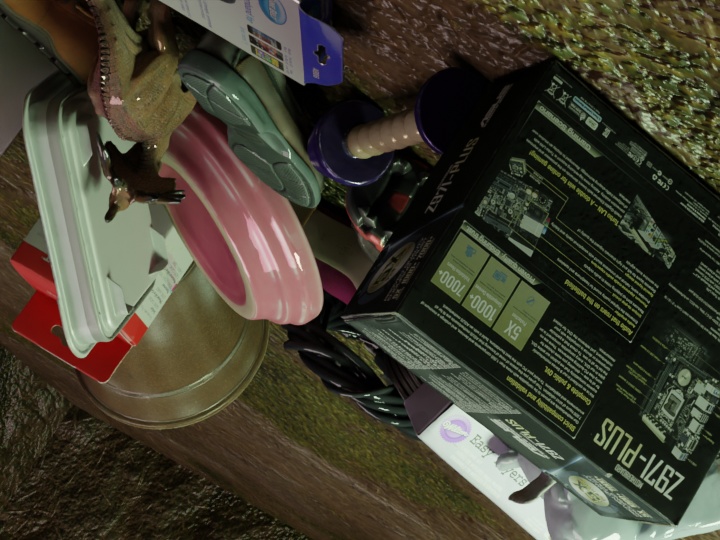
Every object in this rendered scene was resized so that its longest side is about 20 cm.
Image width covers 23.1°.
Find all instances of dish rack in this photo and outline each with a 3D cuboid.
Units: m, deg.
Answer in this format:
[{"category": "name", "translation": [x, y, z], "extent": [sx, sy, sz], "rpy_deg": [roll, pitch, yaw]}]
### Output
[{"category": "dish rack", "translation": [-0.192, -0.052, 1.314], "extent": [0.043, 0.202, 0.172], "rpy_deg": [-6, -162, 13]}]

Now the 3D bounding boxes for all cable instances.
[{"category": "cable", "translation": [0.004, 0.083, 1.464], "extent": [0.163, 0.051, 0.200], "rpy_deg": [45, -169, -10]}]

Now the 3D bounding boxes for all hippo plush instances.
[{"category": "hippo plush", "translation": [0.186, 0.138, 1.275], "extent": [0.157, 0.202, 0.161], "rpy_deg": [3, -172, -5]}]

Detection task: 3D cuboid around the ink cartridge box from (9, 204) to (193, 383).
[{"category": "ink cartridge box", "translation": [-0.214, -0.019, 1.506], "extent": [0.115, 0.201, 0.067], "rpy_deg": [27, 165, 22]}]

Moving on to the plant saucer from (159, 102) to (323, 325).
[{"category": "plant saucer", "translation": [-0.103, -0.040, 1.350], "extent": [0.201, 0.051, 0.201], "rpy_deg": [51, 162, 24]}]

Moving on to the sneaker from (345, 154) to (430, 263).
[{"category": "sneaker", "translation": [0.073, -0.001, 1.200], "extent": [0.200, 0.071, 0.098], "rpy_deg": [36, 166, 0]}]

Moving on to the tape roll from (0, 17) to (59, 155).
[{"category": "tape roll", "translation": [-0.332, -0.145, 1.350], "extent": [0.139, 0.204, 0.202], "rpy_deg": [37, 166, -18]}]

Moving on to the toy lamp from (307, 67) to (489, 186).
[{"category": "toy lamp", "translation": [0.018, -0.085, 1.075], "extent": [0.058, 0.059, 0.200], "rpy_deg": [37, 163, -17]}]

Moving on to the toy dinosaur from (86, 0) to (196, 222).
[{"category": "toy dinosaur", "translation": [-0.150, -0.114, 1.179], "extent": [0.085, 0.136, 0.200], "rpy_deg": [25, 163, 29]}]

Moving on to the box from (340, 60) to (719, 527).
[{"category": "box", "translation": [0.119, 0.015, 0.955], "extent": [0.199, 0.165, 0.086], "rpy_deg": [36, 165, -15]}]

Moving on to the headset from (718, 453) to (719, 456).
[{"category": "headset", "translation": [0.254, 0.102, 1.090], "extent": [0.123, 0.094, 0.199], "rpy_deg": [39, 160, -22]}]

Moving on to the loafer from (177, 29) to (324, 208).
[{"category": "loafer", "translation": [-0.056, -0.106, 1.170], "extent": [0.071, 0.063, 0.200], "rpy_deg": [26, 168, 24]}]

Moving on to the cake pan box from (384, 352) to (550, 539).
[{"category": "cake pan box", "translation": [0.103, 0.124, 1.436], "extent": [0.200, 0.052, 0.185], "rpy_deg": [42, -170, -27]}]

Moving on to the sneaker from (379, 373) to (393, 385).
[{"category": "sneaker", "translation": [0.104, 0.136, 1.623], "extent": [0.199, 0.060, 0.104], "rpy_deg": [36, 166, 12]}]

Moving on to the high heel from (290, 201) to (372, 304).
[{"category": "high heel", "translation": [0.000, 0.000, 1.399], "extent": [0.200, 0.068, 0.096], "rpy_deg": [41, 172, -1]}]

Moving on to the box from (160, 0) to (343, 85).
[{"category": "box", "translation": [-0.088, -0.181, 1.023], "extent": [0.199, 0.042, 0.119], "rpy_deg": [29, 166, 8]}]

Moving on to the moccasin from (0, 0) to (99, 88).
[{"category": "moccasin", "translation": [-0.219, -0.201, 1.193], "extent": [0.074, 0.078, 0.201], "rpy_deg": [41, 178, 41]}]

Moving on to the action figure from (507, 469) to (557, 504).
[{"category": "action figure", "translation": [0.104, 0.017, 1.058], "extent": [0.104, 0.200, 0.196], "rpy_deg": [-9, 102, 28]}]

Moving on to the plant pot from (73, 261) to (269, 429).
[{"category": "plant pot", "translation": [-0.199, 0.016, 1.643], "extent": [0.199, 0.201, 0.199], "rpy_deg": [28, 158, 21]}]
